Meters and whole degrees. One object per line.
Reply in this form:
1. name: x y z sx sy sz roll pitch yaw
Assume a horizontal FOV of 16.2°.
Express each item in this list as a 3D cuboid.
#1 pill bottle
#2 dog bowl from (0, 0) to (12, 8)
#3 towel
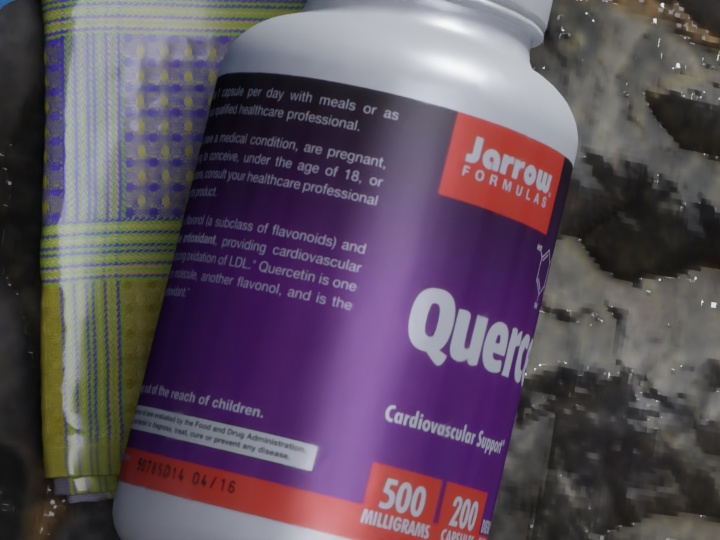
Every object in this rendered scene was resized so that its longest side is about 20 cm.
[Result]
1. pill bottle: 0.000 0.000 0.761 0.112 0.112 0.200 15 85 -18
2. dog bowl: -0.164 -0.080 0.751 0.111 0.050 0.200 32 80 -31
3. towel: -0.035 -0.022 0.821 0.143 0.023 0.201 -2 90 -18
